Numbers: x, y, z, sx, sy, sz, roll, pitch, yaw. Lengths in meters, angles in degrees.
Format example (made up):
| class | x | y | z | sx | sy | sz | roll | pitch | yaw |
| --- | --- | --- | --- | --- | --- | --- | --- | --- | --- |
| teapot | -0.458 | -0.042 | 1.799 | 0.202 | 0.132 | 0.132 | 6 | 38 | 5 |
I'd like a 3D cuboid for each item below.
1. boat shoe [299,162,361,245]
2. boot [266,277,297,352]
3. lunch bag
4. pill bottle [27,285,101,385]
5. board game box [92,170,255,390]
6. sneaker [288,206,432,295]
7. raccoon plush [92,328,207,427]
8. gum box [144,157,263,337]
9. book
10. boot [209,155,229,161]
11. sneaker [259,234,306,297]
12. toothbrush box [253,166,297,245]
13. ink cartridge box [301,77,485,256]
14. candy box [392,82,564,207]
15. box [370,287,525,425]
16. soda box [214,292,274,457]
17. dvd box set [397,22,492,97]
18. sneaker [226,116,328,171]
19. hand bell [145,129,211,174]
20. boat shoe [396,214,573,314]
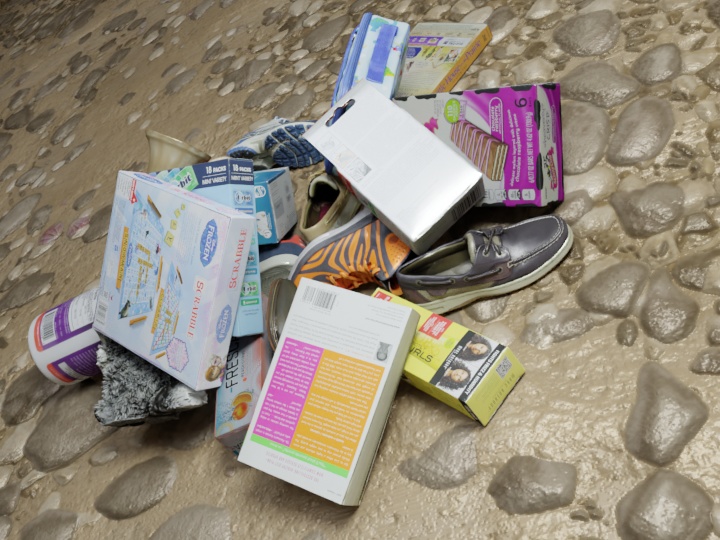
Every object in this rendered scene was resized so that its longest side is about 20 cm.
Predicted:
| class | x | y | z | sx | sy | sz | roll | pitch | yaw |
| --- | --- | --- | --- | --- | --- | --- | --- | --- | --- |
| boat shoe | -0.040 | -0.104 | 1.132 | 0.074 | 0.066 | 0.200 | -18 | 43 | 23 |
| boot | -0.043 | 0.088 | 0.923 | 0.097 | 0.075 | 0.201 | -21 | 64 | 18 |
| lunch bag | 0.009 | -0.231 | 1.098 | 0.082 | 0.161 | 0.200 | 15 | 54 | -2 |
| pill bottle | -0.349 | 0.076 | 1.156 | 0.200 | 0.111 | 0.112 | -23 | 41 | 17 |
| board game box | -0.220 | 0.007 | 0.954 | 0.199 | 0.041 | 0.201 | 23 | 106 | 34 |
| sneaker | 0.000 | 0.000 | 0.993 | 0.200 | 0.078 | 0.112 | -41 | 50 | 15 |
| raccoon plush | -0.249 | 0.114 | 1.014 | 0.200 | 0.097 | 0.134 | -17 | 73 | 31 |
| gum box | -0.195 | -0.023 | 0.988 | 0.170 | 0.044 | 0.201 | -4 | 91 | 37 |
| book | -0.034 | 0.118 | 0.843 | 0.133 | 0.048 | 0.201 | 16 | 81 | 25 |
| boot | -0.243 | -0.084 | 1.272 | 0.200 | 0.075 | 0.107 | -50 | 43 | -2 |
| sneaker | -0.155 | 0.006 | 1.116 | 0.199 | 0.075 | 0.085 | -14 | 37 | 18 |
| toothbrush box | -0.199 | -0.079 | 1.126 | 0.199 | 0.086 | 0.146 | -7 | 14 | 9 |
| ink cartridge box | 0.036 | -0.123 | 0.964 | 0.109 | 0.050 | 0.200 | -44 | 66 | -5 |
| candy box | 0.136 | -0.145 | 0.983 | 0.200 | 0.137 | 0.061 | 4 | 13 | 41 |
| box | 0.071 | 0.085 | 0.873 | 0.075 | 0.050 | 0.200 | -50 | 39 | -13 |
| soda box | -0.124 | 0.121 | 0.973 | 0.063 | 0.068 | 0.200 | -25 | 40 | 16 |
| dvd box set | 0.089 | -0.299 | 1.255 | 0.146 | 0.029 | 0.200 | 17 | 62 | 45 |
| sneaker | -0.121 | -0.208 | 1.295 | 0.199 | 0.077 | 0.085 | -9 | 43 | 31 |
| hand bell | -0.307 | -0.097 | 1.236 | 0.104 | 0.104 | 0.201 | 20 | 88 | 47 |
| boat shoe | 0.133 | -0.013 | 0.911 | 0.200 | 0.065 | 0.072 | -23 | 40 | 17 |
